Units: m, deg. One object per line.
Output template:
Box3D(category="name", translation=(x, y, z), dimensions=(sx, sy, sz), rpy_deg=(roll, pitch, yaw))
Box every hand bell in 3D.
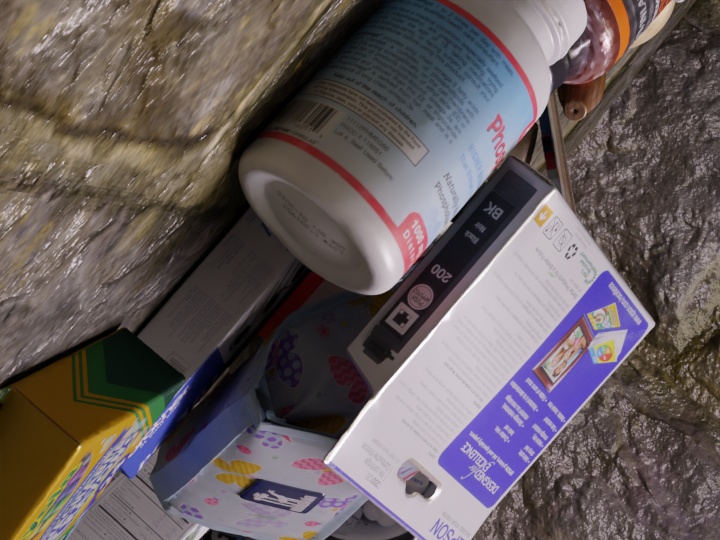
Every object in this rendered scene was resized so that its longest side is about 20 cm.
Box3D(category="hand bell", translation=(0.160, -0.158, 1.575), dimensions=(0.104, 0.104, 0.200), rpy_deg=(-54, -172, 34))

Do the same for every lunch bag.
Box3D(category="lunch bag", translation=(-0.022, 0.093, 1.423), dimensions=(0.200, 0.127, 0.170), rpy_deg=(-17, 163, -37))

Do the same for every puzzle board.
Box3D(category="puzzle board", translation=(0.137, -0.121, 1.655), dimensions=(0.017, 0.151, 0.200), rpy_deg=(-10, -169, 5))

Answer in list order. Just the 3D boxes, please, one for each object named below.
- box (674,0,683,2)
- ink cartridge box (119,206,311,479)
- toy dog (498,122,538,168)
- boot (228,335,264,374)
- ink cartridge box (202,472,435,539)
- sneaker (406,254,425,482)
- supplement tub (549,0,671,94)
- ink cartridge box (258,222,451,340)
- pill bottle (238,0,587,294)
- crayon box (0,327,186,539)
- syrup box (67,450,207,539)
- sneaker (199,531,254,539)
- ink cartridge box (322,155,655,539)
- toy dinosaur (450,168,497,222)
Box3D(category="box", translation=(0.211, -0.277, 1.311), dimensions=(0.200, 0.131, 0.199), rpy_deg=(-53, 174, 19))
Box3D(category="ink cartridge box", translation=(-0.093, 0.034, 1.365), dimensions=(0.200, 0.044, 0.094), rpy_deg=(-49, 173, -9))
Box3D(category="toy dog", translation=(0.081, -0.071, 1.672), dimensions=(0.096, 0.132, 0.200), rpy_deg=(-61, -175, -37))
Box3D(category="boot", translation=(0.019, 0.052, 1.713), dimensions=(0.199, 0.073, 0.182), rpy_deg=(-15, -170, 22))
Box3D(category="ink cartridge box", translation=(-0.058, 0.209, 1.765), dimensions=(0.200, 0.198, 0.043), rpy_deg=(-62, 160, -12))
Box3D(category="sneaker", translation=(0.048, 0.072, 1.570), dimensions=(0.090, 0.075, 0.200), rpy_deg=(-18, 139, -33))
Box3D(category="supplement tub", translation=(0.152, -0.196, 1.493), dimensions=(0.200, 0.107, 0.107), rpy_deg=(-48, 174, -29))
Box3D(category="ink cartridge box", translation=(0.000, 0.000, 1.535), dimensions=(0.161, 0.050, 0.200), rpy_deg=(-48, 158, 0))
Box3D(category="pill bottle", translation=(0.034, -0.091, 1.234), dimensions=(0.200, 0.109, 0.109), rpy_deg=(-48, 174, -19))
Box3D(category="crayon box", translation=(-0.175, 0.108, 1.183), dimensions=(0.126, 0.052, 0.200), rpy_deg=(-52, 173, 16))
Box3D(category="syrup box", translation=(-0.164, 0.181, 1.568), dimensions=(0.200, 0.081, 0.079), rpy_deg=(-45, 174, -45))
Box3D(category="sneaker", translation=(-0.076, 0.155, 1.715), dimensions=(0.200, 0.091, 0.076), rpy_deg=(-25, 174, 24))
Box3D(category="ink cartridge box", translation=(0.069, 0.058, 1.309), dimensions=(0.200, 0.043, 0.198), rpy_deg=(-50, 146, -4))
Box3D(category="toy dinosaur", translation=(0.045, -0.066, 1.368), dimensions=(0.077, 0.200, 0.102), rpy_deg=(-36, -152, -28))
